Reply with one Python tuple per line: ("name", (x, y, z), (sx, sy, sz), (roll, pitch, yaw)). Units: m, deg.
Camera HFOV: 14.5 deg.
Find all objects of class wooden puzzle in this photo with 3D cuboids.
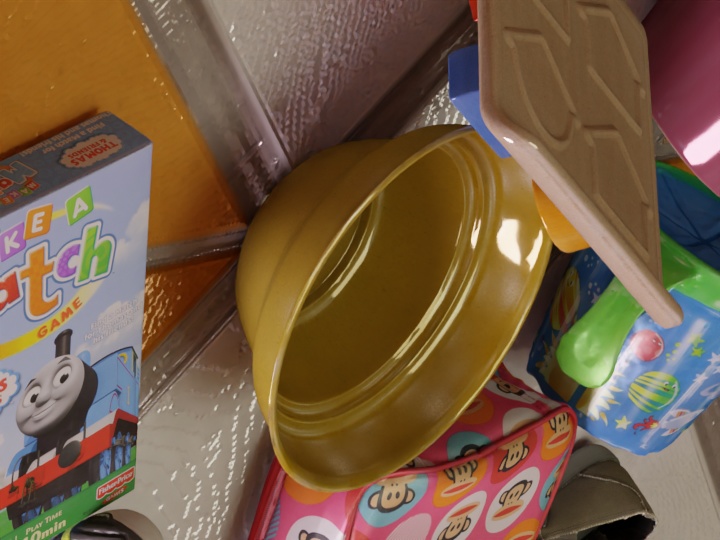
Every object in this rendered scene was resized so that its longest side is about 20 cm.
("wooden puzzle", (0.087, -0.090, 1.324), (0.046, 0.200, 0.185), (-20, 143, 21))

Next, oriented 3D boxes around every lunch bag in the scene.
("lunch bag", (0.021, 0.146, 1.533), (0.200, 0.082, 0.177), (-15, 130, -49))

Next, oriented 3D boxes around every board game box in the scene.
("board game box", (-0.159, 0.045, 1.233), (0.151, 0.037, 0.200), (-29, 139, -37))

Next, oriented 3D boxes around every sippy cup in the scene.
("sippy cup", (0.164, 0.027, 1.592), (0.177, 0.140, 0.131), (16, 116, -35))

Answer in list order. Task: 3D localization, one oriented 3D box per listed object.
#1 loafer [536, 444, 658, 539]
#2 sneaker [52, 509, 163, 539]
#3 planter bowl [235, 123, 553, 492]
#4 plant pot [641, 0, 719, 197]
("loafer", (0.102, 0.178, 1.688), (0.200, 0.070, 0.075), (-38, 145, -28))
("sneaker", (-0.125, 0.179, 1.379), (0.076, 0.075, 0.200), (-38, 158, -42))
("planter bowl", (0.000, 0.000, 1.368), (0.200, 0.083, 0.201), (-35, 143, -31))
("plant pot", (0.248, -0.128, 1.491), (0.179, 0.200, 0.200), (-39, 158, 27))
